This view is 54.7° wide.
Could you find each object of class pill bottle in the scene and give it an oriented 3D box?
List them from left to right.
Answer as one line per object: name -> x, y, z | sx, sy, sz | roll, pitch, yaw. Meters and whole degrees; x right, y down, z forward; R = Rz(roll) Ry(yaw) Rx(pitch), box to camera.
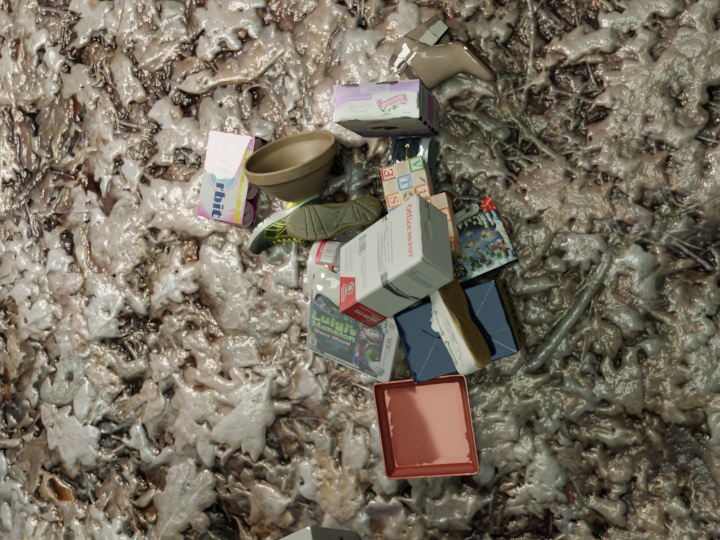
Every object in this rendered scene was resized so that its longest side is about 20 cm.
pill bottle -> 0.000, 0.000, 1.422 | 0.198, 0.111, 0.112 | 8, 94, 17

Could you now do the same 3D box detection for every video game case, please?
video game case -> -0.017, 0.131, 1.427 | 0.198, 0.023, 0.183 | 22, 132, 16

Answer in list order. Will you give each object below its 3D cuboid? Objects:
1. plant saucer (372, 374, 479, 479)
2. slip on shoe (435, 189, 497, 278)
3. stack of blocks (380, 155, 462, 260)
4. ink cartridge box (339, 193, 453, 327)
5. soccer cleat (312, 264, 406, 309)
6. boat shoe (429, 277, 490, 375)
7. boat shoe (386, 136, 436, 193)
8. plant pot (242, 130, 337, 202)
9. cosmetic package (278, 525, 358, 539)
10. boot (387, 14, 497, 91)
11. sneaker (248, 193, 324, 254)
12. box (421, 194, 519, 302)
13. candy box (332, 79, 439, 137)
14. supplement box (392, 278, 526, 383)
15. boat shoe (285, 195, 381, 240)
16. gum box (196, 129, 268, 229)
plant saucer -> 0.135, 0.319, 1.429 | 0.198, 0.037, 0.202 | -9, 88, 17
slip on shoe -> 0.209, -0.069, 1.382 | 0.076, 0.061, 0.201 | -38, 71, 8
stack of blocks -> 0.115, -0.109, 1.316 | 0.114, 0.059, 0.202 | -15, 73, 15
ink cartridge box -> 0.058, -0.014, 1.202 | 0.199, 0.083, 0.145 | -34, 41, 36
soccer cleat -> 0.001, 0.049, 1.336 | 0.198, 0.069, 0.078 | 17, 93, 17
boat shoe -> 0.148, 0.084, 1.191 | 0.069, 0.070, 0.202 | -39, 63, 40
boat shoe -> 0.101, -0.170, 1.414 | 0.090, 0.071, 0.203 | 5, 92, 27
plant pot -> -0.134, -0.206, 1.438 | 0.199, 0.201, 0.093 | -10, 121, 17
cosmetic package -> -0.096, 0.628, 1.401 | 0.164, 0.200, 0.166 | -29, 58, 16
boot -> 0.155, -0.401, 1.392 | 0.200, 0.070, 0.146 | 48, 110, 12
sneaker -> -0.154, -0.087, 1.485 | 0.199, 0.074, 0.085 | -38, 82, 15
box -> 0.184, -0.041, 1.331 | 0.199, 0.040, 0.138 | -24, 73, 12
candy box -> 0.055, -0.309, 1.349 | 0.166, 0.200, 0.072 | 2, 92, 16
supplement box -> 0.193, 0.110, 1.318 | 0.198, 0.200, 0.136 | -19, 85, 16
boat shoe -> -0.055, -0.106, 1.434 | 0.199, 0.063, 0.074 | -17, 86, 0
gum box -> -0.281, -0.197, 1.525 | 0.112, 0.066, 0.202 | 12, 95, 18
